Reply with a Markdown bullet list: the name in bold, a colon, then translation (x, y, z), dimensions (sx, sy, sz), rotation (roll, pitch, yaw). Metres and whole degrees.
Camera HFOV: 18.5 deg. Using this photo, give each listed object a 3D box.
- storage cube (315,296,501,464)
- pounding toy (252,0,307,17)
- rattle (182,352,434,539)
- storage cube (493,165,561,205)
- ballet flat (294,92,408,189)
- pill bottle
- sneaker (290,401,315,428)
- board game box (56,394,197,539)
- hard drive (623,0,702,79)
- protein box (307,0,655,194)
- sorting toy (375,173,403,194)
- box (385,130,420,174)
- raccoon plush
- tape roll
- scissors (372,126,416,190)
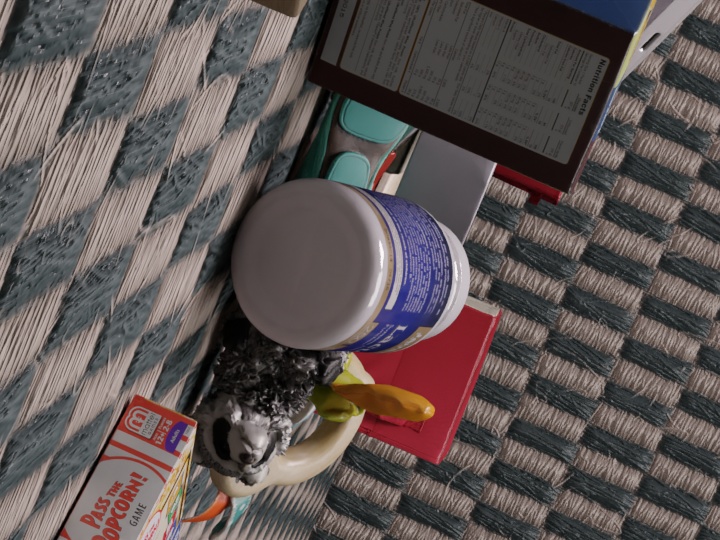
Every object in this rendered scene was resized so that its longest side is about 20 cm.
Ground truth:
- **storage cube**: translation (0.051, 0.100, 2.541), dimensions (0.200, 0.170, 0.181), rotation (-17, 129, -83)
- **pounding toy**: translation (0.003, -0.212, 0.672), dimensions (0.184, 0.141, 0.201), rotation (106, 9, -63)
- **rattle**: translation (-0.047, 0.158, 1.724), dimensions (0.200, 0.143, 0.130), rotation (-48, 152, -11)
- **storage cube**: translation (0.254, -0.216, 3.368), dimensions (0.171, 0.179, 0.201), rotation (11, 104, -85)
- **ballet flat**: translation (-0.009, -0.103, 1.654), dimensions (0.070, 0.067, 0.201), rotation (40, -72, 56)
- **pill bottle**: translation (0.000, 0.000, 1.557), dimensions (0.200, 0.115, 0.116), rotation (7, 107, -66)
- **sneaker**: translation (-0.050, 0.032, 1.788), dimensions (0.081, 0.076, 0.202), rotation (-8, 116, -75)
- **board game box**: translation (-0.160, 0.192, 1.396), dimensions (0.200, 0.046, 0.152), rotation (106, 9, -58)
- **hard drive**: translation (0.225, -0.269, 1.940), dimensions (0.132, 0.026, 0.201), rotation (-45, -140, 31)
- **protein box**: translation (0.099, -0.190, 1.539), dimensions (0.199, 0.199, 0.136), rotation (-60, 173, -54)
- **sorting toy**: translation (0.034, -0.095, 2.109), dimensions (0.186, 0.036, 0.200), rotation (-64, -175, -12)
- **box**: translation (0.039, -0.180, 1.735), dimensions (0.082, 0.068, 0.201), rotation (-26, 139, -84)
- **raccoon plush**: translation (-0.067, 0.073, 1.675), dimensions (0.134, 0.096, 0.200), rotation (-60, 180, 31)
- **tape roll**: translation (0.068, -0.072, 1.777), dimensions (0.200, 0.066, 0.202), rotation (23, 90, -90)
- **scissors**: translation (0.018, -0.103, 1.678), dimensions (0.014, 0.073, 0.201), rotation (9, 123, -52)
